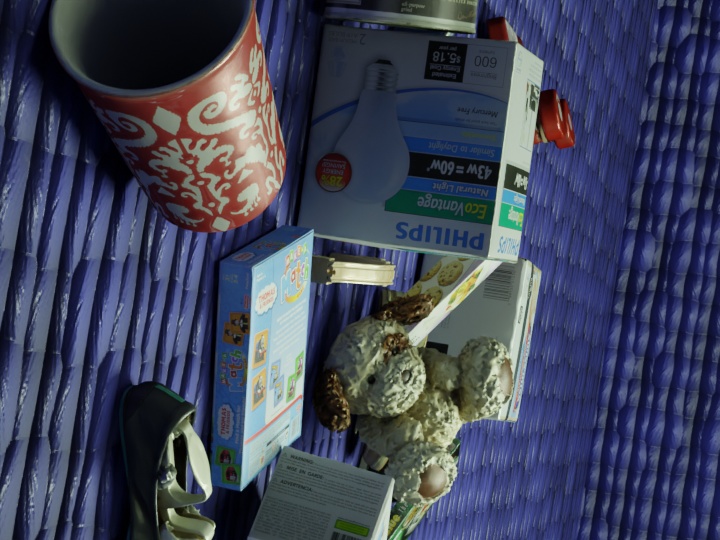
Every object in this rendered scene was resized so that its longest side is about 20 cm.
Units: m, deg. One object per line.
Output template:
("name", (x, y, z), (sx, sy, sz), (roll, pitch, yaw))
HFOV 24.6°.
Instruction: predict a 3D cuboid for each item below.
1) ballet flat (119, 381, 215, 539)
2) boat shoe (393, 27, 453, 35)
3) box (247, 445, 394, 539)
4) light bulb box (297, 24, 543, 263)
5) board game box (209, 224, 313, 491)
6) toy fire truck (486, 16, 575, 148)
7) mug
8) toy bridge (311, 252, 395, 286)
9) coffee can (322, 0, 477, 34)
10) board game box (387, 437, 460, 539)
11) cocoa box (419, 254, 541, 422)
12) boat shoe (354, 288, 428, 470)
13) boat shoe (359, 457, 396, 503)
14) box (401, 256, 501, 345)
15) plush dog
("ballet flat", (-0.147, 0.181, 1.264), (0.073, 0.072, 0.202), (-49, 144, -61))
("boat shoe", (0.088, -0.293, 1.803), (0.073, 0.072, 0.201), (74, 29, -56))
("box", (-0.039, 0.271, 1.537), (0.201, 0.112, 0.102), (94, 14, -51))
("light bulb box", (0.058, -0.118, 1.573), (0.125, 0.197, 0.202), (5, 92, -71))
("board game box", (-0.087, 0.074, 1.464), (0.151, 0.036, 0.202), (-36, 133, -67))
("toy fire truck", (0.212, -0.242, 2.204), (0.200, 0.111, 0.169), (12, 68, -74))
("mug", (-0.112, -0.138, 1.128), (0.200, 0.132, 0.179), (74, 31, -61))
("toy bridge", (0.000, 0.000, 1.662), (0.200, 0.067, 0.027), (0, 98, -73))
("coffee can", (0.047, -0.327, 1.524), (0.146, 0.145, 0.202), (-18, 115, -71))
("board game box", (0.049, 0.285, 1.887), (0.200, 0.023, 0.105), (-51, 166, -24))
("cocoa box", (0.138, 0.079, 2.039), (0.131, 0.132, 0.202), (23, 76, -74))
("boat shoe", (0.028, 0.122, 1.847), (0.073, 0.062, 0.202), (139, -33, -75))
("boat shoe", (0.052, 0.244, 1.964), (0.201, 0.063, 0.074), (26, 72, -74))
("box", (0.072, 0.037, 1.794), (0.200, 0.041, 0.039), (-43, 154, -10))
("plush dog", (0.036, 0.120, 1.708), (0.172, 0.160, 0.200), (48, 67, -24))
